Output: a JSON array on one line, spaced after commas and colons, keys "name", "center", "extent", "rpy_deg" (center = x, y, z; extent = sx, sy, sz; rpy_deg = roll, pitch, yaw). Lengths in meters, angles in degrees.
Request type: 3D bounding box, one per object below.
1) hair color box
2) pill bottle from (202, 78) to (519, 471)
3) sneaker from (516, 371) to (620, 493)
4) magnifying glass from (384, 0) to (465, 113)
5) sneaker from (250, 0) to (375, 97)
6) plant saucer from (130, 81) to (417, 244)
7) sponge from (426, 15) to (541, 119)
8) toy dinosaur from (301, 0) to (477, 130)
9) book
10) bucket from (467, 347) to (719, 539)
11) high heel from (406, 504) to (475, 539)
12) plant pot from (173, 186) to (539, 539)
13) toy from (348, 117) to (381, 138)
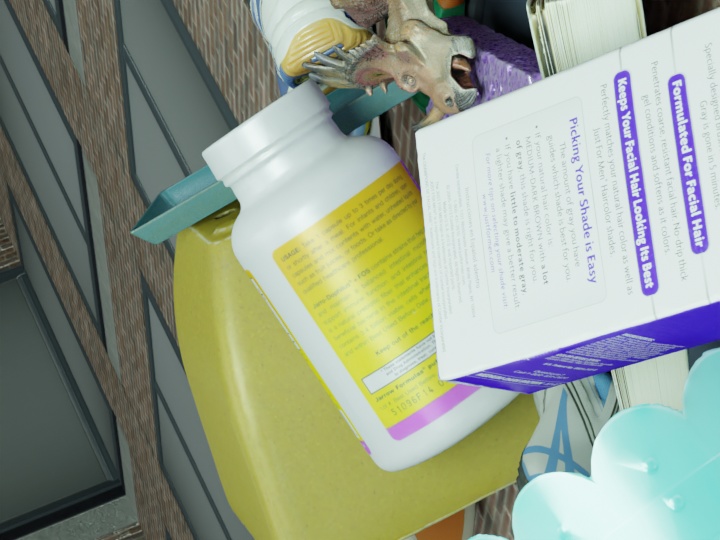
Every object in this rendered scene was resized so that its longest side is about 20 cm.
[{"name": "hair color box", "center": [0.116, -0.028, 0.828], "extent": [0.199, 0.065, 0.110], "rpy_deg": [-20, 69, 43]}, {"name": "pill bottle", "center": [0.000, 0.000, 1.153], "extent": [0.201, 0.104, 0.104], "rpy_deg": [56, 166, -4]}, {"name": "sneaker", "center": [0.121, 0.098, 1.074], "extent": [0.200, 0.072, 0.072], "rpy_deg": [-80, -33, -60]}, {"name": "magnifying glass", "center": [0.047, -0.152, 1.235], "extent": [0.200, 0.022, 0.080], "rpy_deg": [110, 137, -70]}, {"name": "sneaker", "center": [-0.026, -0.148, 1.287], "extent": [0.200, 0.075, 0.089], "rpy_deg": [92, 154, -81]}, {"name": "plant saucer", "center": [-0.043, -0.073, 1.243], "extent": [0.019, 0.199, 0.070], "rpy_deg": [55, -159, -13]}, {"name": "sponge", "center": [0.070, -0.063, 1.110], "extent": [0.200, 0.030, 0.112], "rpy_deg": [-131, 38, -71]}, {"name": "toy dinosaur", "center": [0.008, -0.158, 1.147], "extent": [0.200, 0.085, 0.137], "rpy_deg": [-106, 16, -70]}, {"name": "book", "center": [0.122, -0.050, 0.979], "extent": [0.134, 0.048, 0.201], "rpy_deg": [-72, -29, -65]}, {"name": "bucket", "center": [0.151, 0.126, 0.892], "extent": [0.135, 0.206, 0.207], "rpy_deg": [54, 161, 16]}, {"name": "high heel", "center": [0.029, 0.127, 1.561], "extent": [0.096, 0.067, 0.201], "rpy_deg": [172, 79, -74]}, {"name": "plant pot", "center": [-0.013, 0.038, 1.290], "extent": [0.201, 0.193, 0.195], "rpy_deg": [67, 170, -16]}, {"name": "toy", "center": [-0.024, -0.114, 1.475], "extent": [0.115, 0.047, 0.201], "rpy_deg": [48, 154, 50]}]
